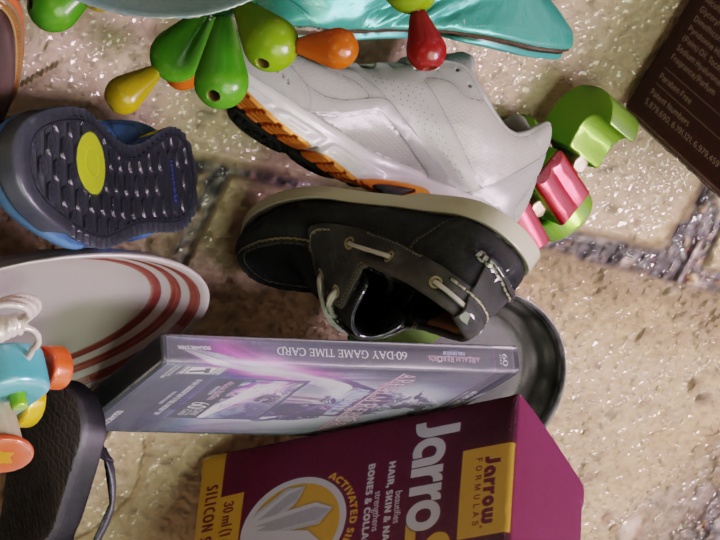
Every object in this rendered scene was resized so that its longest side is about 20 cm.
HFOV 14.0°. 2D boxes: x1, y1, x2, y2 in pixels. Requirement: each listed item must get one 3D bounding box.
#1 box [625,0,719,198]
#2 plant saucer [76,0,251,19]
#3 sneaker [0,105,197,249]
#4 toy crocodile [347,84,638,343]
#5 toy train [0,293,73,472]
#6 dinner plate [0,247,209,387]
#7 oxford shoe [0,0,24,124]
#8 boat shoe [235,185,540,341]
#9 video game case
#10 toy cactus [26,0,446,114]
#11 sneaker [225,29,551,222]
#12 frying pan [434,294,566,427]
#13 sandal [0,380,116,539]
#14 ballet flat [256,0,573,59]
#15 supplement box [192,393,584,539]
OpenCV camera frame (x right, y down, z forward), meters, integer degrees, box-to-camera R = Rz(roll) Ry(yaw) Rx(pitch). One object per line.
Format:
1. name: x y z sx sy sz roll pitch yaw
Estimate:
1. box: 0.288 -0.112 1.610 0.166 0.164 0.200 17 111 -38
2. plant saucer: -0.092 -0.214 1.345 0.200 0.039 0.202 0 89 -7
3. sneaker: -0.147 -0.042 1.406 0.200 0.078 0.066 -2 89 -73
4. toy crocodile: 0.072 -0.021 1.596 0.200 0.062 0.068 -44 121 -10
5. toy train: -0.238 0.077 1.440 0.199 0.056 0.150 -17 160 3
6. dinner plate: -0.175 0.027 1.470 0.199 0.024 0.200 -15 159 -6
7. oxford shoe: -0.203 -0.054 1.351 0.071 0.073 0.200 14 137 -15
8. boat shoe: 0.000 0.000 1.498 0.072 0.200 0.068 42 65 -36
9. video game case: -0.035 0.063 1.555 0.199 0.019 0.143 3 162 -23
10. toy cactus: -0.058 -0.159 1.403 0.102 0.199 0.166 8 81 -73
11. sneaker: 0.011 -0.085 1.517 0.200 0.076 0.092 30 83 -26
12. frying pan: 0.038 0.041 1.656 0.190 0.031 0.115 40 93 -29
13. sandal: -0.162 0.128 1.561 0.043 0.076 0.200 -6 141 -24
14. ballet flat: 0.035 -0.149 1.501 0.199 0.067 0.071 1 108 -34
15. supplement box: 0.013 0.163 1.601 0.199 0.131 0.103 -13 137 22
